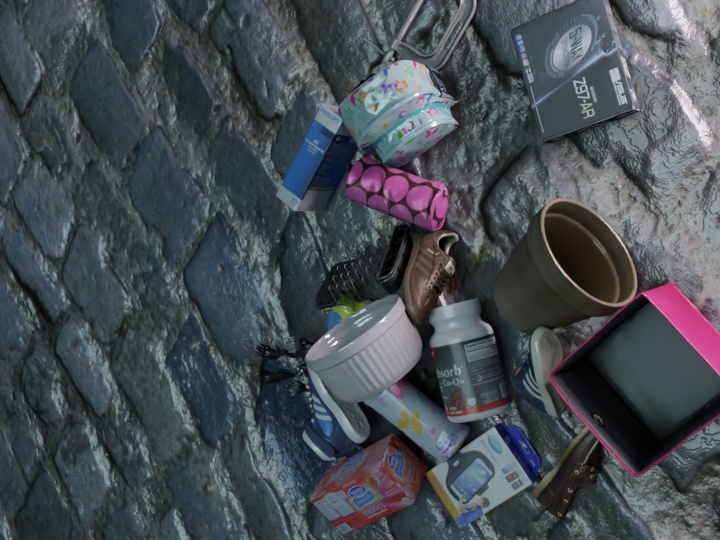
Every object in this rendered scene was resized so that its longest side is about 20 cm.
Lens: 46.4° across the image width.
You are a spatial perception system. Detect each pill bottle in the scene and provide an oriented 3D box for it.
[{"bbox_3d":[0.186,0.156,1.472,0.116,0.116,0.200,-16,86,30],"label":"pill bottle"}]

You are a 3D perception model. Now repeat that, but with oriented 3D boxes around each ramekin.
[{"bbox_3d":[0.013,0.140,1.451,0.200,0.200,0.105,-29,99,29],"label":"ramekin"}]

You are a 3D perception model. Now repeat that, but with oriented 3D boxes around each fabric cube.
[{"bbox_3d":[0.442,0.158,1.273,0.200,0.199,0.196,-47,72,25],"label":"fabric cube"}]

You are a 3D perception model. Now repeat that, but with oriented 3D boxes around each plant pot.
[{"bbox_3d":[0.312,0.011,1.360,0.174,0.200,0.200,-44,72,44],"label":"plant pot"}]

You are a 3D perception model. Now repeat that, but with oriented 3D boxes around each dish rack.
[{"bbox_3d":[0.000,0.000,1.555,0.200,0.154,0.055,-15,123,30],"label":"dish rack"}]

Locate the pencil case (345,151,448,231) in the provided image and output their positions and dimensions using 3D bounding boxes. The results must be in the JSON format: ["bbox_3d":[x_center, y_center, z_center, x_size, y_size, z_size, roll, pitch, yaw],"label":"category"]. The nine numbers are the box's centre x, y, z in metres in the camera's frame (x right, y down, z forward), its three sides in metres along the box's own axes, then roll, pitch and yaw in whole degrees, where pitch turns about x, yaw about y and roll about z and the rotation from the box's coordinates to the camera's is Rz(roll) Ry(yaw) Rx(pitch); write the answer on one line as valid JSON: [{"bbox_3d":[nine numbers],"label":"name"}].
[{"bbox_3d":[0.069,-0.145,1.536,0.200,0.091,0.094,24,89,24],"label":"pencil case"}]

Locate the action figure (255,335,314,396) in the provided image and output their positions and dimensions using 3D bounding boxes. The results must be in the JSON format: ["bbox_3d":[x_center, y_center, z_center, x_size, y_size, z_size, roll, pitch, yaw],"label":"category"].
[{"bbox_3d":[-0.119,0.192,1.665,0.200,0.102,0.119,-3,81,32],"label":"action figure"}]

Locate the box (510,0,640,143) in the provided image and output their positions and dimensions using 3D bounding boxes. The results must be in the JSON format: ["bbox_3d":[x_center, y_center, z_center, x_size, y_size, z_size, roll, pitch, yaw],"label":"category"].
[{"bbox_3d":[0.350,-0.329,1.376,0.160,0.044,0.200,-16,86,31],"label":"box"}]

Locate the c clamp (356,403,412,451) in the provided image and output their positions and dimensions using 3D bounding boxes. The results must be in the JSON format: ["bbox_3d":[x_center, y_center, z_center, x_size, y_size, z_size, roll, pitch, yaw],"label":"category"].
[{"bbox_3d":[0.032,0.275,1.613,0.170,0.027,0.200,14,102,16],"label":"c clamp"}]

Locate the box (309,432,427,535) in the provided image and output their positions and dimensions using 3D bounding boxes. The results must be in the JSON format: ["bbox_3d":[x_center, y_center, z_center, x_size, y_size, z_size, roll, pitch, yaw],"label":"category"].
[{"bbox_3d":[0.014,0.401,1.574,0.103,0.095,0.200,46,126,-9],"label":"box"}]

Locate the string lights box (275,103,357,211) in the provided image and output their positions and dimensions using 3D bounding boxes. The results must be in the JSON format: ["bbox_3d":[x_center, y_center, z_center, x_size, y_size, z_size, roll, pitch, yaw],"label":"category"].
[{"bbox_3d":[-0.071,-0.211,1.599,0.059,0.103,0.200,38,111,23],"label":"string lights box"}]

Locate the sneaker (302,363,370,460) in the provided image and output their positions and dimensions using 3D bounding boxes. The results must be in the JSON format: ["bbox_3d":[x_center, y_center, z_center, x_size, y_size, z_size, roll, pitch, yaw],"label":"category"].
[{"bbox_3d":[-0.081,0.266,1.601,0.146,0.081,0.200,-37,80,34],"label":"sneaker"}]

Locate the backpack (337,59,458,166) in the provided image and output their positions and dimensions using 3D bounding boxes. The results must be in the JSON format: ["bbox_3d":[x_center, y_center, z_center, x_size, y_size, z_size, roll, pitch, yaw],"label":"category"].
[{"bbox_3d":[0.064,-0.272,1.450,0.177,0.200,0.151,-34,75,22],"label":"backpack"}]

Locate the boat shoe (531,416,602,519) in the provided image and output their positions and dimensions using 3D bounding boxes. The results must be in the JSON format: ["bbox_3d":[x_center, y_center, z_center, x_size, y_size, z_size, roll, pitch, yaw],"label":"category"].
[{"bbox_3d":[0.368,0.331,1.407,0.070,0.070,0.200,42,122,28],"label":"boat shoe"}]

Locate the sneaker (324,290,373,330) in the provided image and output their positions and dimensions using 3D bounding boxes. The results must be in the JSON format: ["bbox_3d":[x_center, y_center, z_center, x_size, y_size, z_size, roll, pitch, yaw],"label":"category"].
[{"bbox_3d":[0.017,0.115,1.605,0.200,0.076,0.105,27,125,26],"label":"sneaker"}]

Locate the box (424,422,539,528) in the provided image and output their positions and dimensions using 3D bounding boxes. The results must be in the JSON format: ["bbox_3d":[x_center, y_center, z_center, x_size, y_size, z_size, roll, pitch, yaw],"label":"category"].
[{"bbox_3d":[0.224,0.364,1.512,0.200,0.041,0.119,-43,73,28],"label":"box"}]

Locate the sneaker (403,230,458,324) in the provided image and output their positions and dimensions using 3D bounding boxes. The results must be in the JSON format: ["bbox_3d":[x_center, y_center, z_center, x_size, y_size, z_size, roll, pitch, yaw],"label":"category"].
[{"bbox_3d":[0.126,0.002,1.468,0.075,0.070,0.200,-13,46,26],"label":"sneaker"}]

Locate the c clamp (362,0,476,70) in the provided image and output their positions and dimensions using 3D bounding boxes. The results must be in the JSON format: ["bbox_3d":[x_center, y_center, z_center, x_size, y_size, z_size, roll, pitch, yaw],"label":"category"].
[{"bbox_3d":[0.110,-0.450,1.516,0.171,0.027,0.200,46,115,19],"label":"c clamp"}]

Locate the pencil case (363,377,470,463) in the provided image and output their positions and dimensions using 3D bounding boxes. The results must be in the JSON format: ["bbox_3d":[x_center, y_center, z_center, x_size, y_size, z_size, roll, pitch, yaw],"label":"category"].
[{"bbox_3d":[0.100,0.259,1.521,0.200,0.091,0.083,38,110,8],"label":"pencil case"}]

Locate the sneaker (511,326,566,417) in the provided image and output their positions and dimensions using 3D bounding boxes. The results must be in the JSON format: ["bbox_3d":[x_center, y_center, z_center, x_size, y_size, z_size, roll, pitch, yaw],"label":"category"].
[{"bbox_3d":[0.288,0.165,1.394,0.084,0.075,0.200,17,141,38],"label":"sneaker"}]
